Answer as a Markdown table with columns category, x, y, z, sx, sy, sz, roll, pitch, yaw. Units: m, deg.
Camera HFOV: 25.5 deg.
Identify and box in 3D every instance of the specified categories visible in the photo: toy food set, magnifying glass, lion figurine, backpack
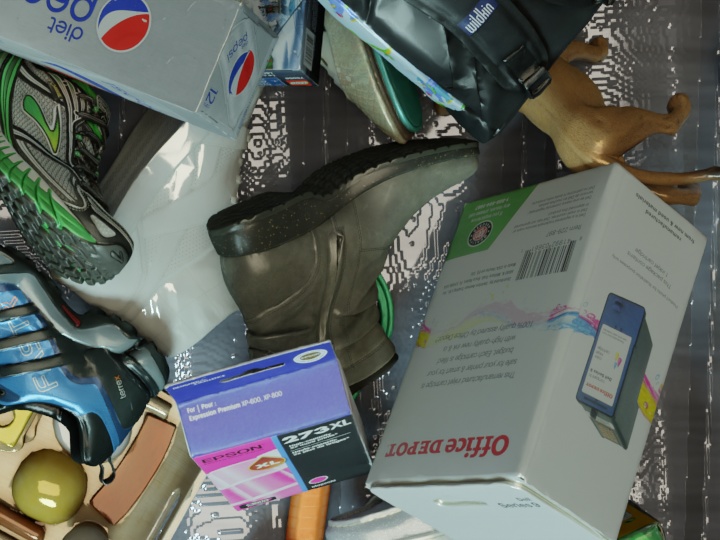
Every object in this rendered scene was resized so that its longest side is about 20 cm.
| category | x | y | z | sx | sy | sz | roll | pitch | yaw |
| --- | --- | --- | --- | --- | --- | --- | --- | --- | --- |
| toy food set | -0.204 | 0.117 | 0.998 | 0.199 | 0.060 | 0.145 | 30 | 90 | -7 |
| magnifying glass | -0.025 | 0.086 | 1.037 | 0.079 | 0.022 | 0.203 | 7 | 91 | -7 |
| lion figurine | 0.126 | -0.099 | 0.975 | 0.121 | 0.200 | 0.073 | -2 | 117 | -35 |
| backpack | 0.029 | -0.195 | 0.868 | 0.199 | 0.154 | 0.164 | 25 | 111 | -33 |

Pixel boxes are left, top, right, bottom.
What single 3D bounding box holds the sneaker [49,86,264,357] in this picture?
| category | x | y | z | sx | sy | sz | roll | pitch | yaw |
| --- | --- | --- | --- | --- | --- | --- | --- | --- | --- |
| sneaker | -0.095 | -0.045 | 1.003 | 0.115 | 0.073 | 0.201 | 41 | 76 | -28 |

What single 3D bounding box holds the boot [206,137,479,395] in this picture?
| category | x | y | z | sx | sy | sz | roll | pitch | yaw |
| --- | --- | --- | --- | --- | --- | --- | --- | --- | --- |
| boot | 0.000 | 0.000 | 0.998 | 0.199 | 0.067 | 0.132 | -24 | 107 | -27 |

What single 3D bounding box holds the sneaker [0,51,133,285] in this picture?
| category | x | y | z | sx | sy | sz | roll | pitch | yaw |
| --- | --- | --- | --- | --- | --- | --- | --- | --- | --- |
| sneaker | -0.181 | -0.073 | 0.938 | 0.085 | 0.078 | 0.200 | -30 | 53 | -10 |

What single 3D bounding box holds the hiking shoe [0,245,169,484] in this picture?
| category | x | y | z | sx | sy | sz | roll | pitch | yaw |
| --- | --- | --- | --- | --- | --- | --- | --- | --- | --- |
| hiking shoe | -0.212 | 0.040 | 0.943 | 0.199 | 0.074 | 0.087 | 31 | 70 | -6 |

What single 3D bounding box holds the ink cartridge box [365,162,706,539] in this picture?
| category | x | y | z | sx | sy | sz | roll | pitch | yaw |
| --- | --- | --- | --- | --- | --- | --- | --- | --- | --- |
| ink cartridge box | 0.101 | 0.054 | 0.936 | 0.087 | 0.145 | 0.202 | 35 | 64 | -26 |

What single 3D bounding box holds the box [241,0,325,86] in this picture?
| category | x | y | z | sx | sy | sz | roll | pitch | yaw |
| --- | --- | --- | --- | --- | --- | --- | --- | --- | --- |
| box | -0.085 | -0.212 | 0.958 | 0.135 | 0.040 | 0.203 | 3 | 82 | 17 |

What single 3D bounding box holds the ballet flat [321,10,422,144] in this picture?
| category | x | y | z | sx | sy | sz | roll | pitch | yaw |
| --- | --- | --- | --- | --- | --- | --- | --- | --- | --- |
| ballet flat | -0.016 | -0.172 | 1.008 | 0.062 | 0.067 | 0.202 | -16 | 91 | 22 |

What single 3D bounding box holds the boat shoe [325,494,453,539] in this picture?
| category | x | y | z | sx | sy | sz | roll | pitch | yaw |
| --- | --- | --- | --- | --- | --- | --- | --- | --- | --- |
| boat shoe | 0.066 | 0.134 | 1.024 | 0.200 | 0.074 | 0.065 | -20 | 90 | -8 |

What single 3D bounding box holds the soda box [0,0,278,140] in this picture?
| category | x | y | z | sx | sy | sz | roll | pitch | yaw |
| --- | --- | --- | --- | --- | --- | --- | --- | --- | --- |
| soda box | -0.152 | -0.143 | 0.912 | 0.198 | 0.063 | 0.069 | 22 | 87 | 19 |

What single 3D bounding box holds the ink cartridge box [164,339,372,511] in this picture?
| category | x | y | z | sx | sy | sz | roll | pitch | yaw |
| --- | --- | --- | --- | --- | --- | --- | --- | --- | --- |
| ink cartridge box | -0.048 | 0.094 | 0.929 | 0.094 | 0.200 | 0.037 | -15 | 68 | 0 |

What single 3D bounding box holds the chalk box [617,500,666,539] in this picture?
| category | x | y | z | sx | sy | sz | roll | pitch | yaw |
| --- | --- | --- | --- | --- | --- | --- | --- | --- | --- |
| chalk box | 0.155 | 0.262 | 1.013 | 0.123 | 0.125 | 0.202 | -21 | 94 | -4 |
